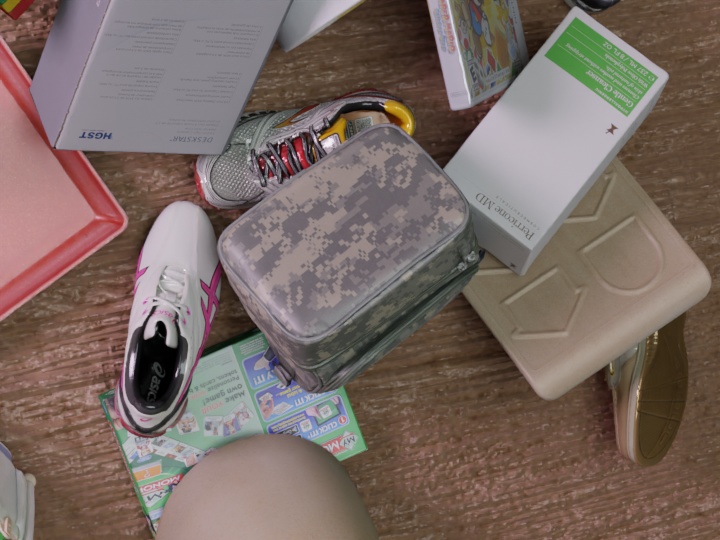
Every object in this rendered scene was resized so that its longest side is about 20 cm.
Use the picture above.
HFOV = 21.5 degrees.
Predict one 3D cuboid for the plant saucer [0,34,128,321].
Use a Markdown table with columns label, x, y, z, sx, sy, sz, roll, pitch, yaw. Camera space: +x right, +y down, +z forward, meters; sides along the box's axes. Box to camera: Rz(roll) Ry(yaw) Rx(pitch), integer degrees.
| label | x | y | z | sx | sy | sz | roll | pitch | yaw |
| --- | --- | --- | --- | --- | --- | --- | --- | --- | --- |
| plant saucer | -0.323 | -0.061 | 1.533 | 0.199 | 0.037 | 0.200 | -37 | 104 | -11 |

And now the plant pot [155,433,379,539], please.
| label | x | y | z | sx | sy | sz | roll | pitch | yaw |
| --- | --- | --- | --- | --- | --- | --- | --- | --- | --- |
| plant pot | -0.051 | 0.258 | 1.545 | 0.186 | 0.200 | 0.188 | -7 | 110 | -20 |

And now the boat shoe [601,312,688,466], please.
| label | x | y | z | sx | sy | sz | roll | pitch | yaw |
| --- | --- | --- | --- | --- | --- | --- | --- | --- | --- |
| boat shoe | 0.250 | 0.074 | 1.714 | 0.074 | 0.069 | 0.201 | 8 | 86 | -42 |

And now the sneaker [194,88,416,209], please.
| label | x | y | z | sx | sy | sz | roll | pitch | yaw |
| --- | --- | --- | --- | --- | --- | --- | --- | --- | --- |
| sneaker | -0.046 | -0.107 | 1.594 | 0.199 | 0.082 | 0.078 | -23 | 101 | -14 |

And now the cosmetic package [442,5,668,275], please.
| label | x | y | z | sx | sy | sz | roll | pitch | yaw |
| --- | --- | --- | --- | --- | --- | --- | --- | --- | --- |
| cosmetic package | 0.160 | -0.110 | 1.625 | 0.107 | 0.085 | 0.200 | 36 | 76 | 7 |

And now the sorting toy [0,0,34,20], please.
| label | x | y | z | sx | sy | sz | roll | pitch | yaw |
| --- | --- | --- | --- | --- | --- | --- | --- | --- | --- |
| sorting toy | -0.286 | -0.297 | 1.460 | 0.200 | 0.199 | 0.070 | -49 | 151 | -6 |

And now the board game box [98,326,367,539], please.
| label | x | y | z | sx | sy | sz | roll | pitch | yaw |
| --- | --- | --- | --- | --- | --- | --- | --- | --- | --- |
| board game box | -0.107 | 0.130 | 1.624 | 0.199 | 0.029 | 0.135 | -22 | 102 | -15 |

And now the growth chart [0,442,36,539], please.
| label | x | y | z | sx | sy | sz | roll | pitch | yaw |
| --- | --- | --- | --- | --- | --- | --- | --- | --- | --- |
| growth chart | -0.318 | 0.130 | 1.502 | 0.018 | 0.145 | 0.200 | -35 | 110 | 9 |

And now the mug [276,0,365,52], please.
| label | x | y | z | sx | sy | sz | roll | pitch | yaw |
| --- | --- | --- | --- | --- | --- | --- | --- | --- | --- |
| mug | -0.038 | -0.287 | 1.572 | 0.149 | 0.187 | 0.153 | -32 | 96 | 21 |

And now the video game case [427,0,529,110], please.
| label | x | y | z | sx | sy | sz | roll | pitch | yaw |
| --- | --- | --- | --- | --- | --- | --- | --- | --- | --- |
| video game case | 0.092 | -0.237 | 1.582 | 0.023 | 0.200 | 0.183 | -9 | 100 | 22 |

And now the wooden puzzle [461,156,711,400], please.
| label | x | y | z | sx | sy | sz | roll | pitch | yaw |
| --- | --- | --- | --- | --- | --- | --- | --- | --- | --- |
| wooden puzzle | 0.177 | -0.010 | 1.661 | 0.185 | 0.046 | 0.200 | -33 | 74 | -8 |

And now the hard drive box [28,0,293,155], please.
| label | x | y | z | sx | sy | sz | roll | pitch | yaw |
| --- | --- | --- | --- | --- | --- | --- | --- | --- | --- |
| hard drive box | -0.152 | -0.188 | 1.482 | 0.155 | 0.077 | 0.200 | 0 | 135 | -33 |

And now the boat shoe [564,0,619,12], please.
| label | x | y | z | sx | sy | sz | roll | pitch | yaw |
| --- | --- | --- | --- | --- | --- | --- | --- | --- | --- |
| boat shoe | 0.196 | -0.327 | 1.664 | 0.074 | 0.060 | 0.201 | -8 | 97 | -16 |

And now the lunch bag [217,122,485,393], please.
| label | x | y | z | sx | sy | sz | roll | pitch | yaw |
| --- | --- | --- | --- | --- | --- | --- | --- | --- | --- |
| lunch bag | 0.000 | 0.000 | 1.555 | 0.200 | 0.168 | 0.139 | -38 | 67 | -11 |

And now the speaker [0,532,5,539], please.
| label | x | y | z | sx | sy | sz | roll | pitch | yaw |
| --- | --- | --- | --- | --- | --- | --- | --- | --- | --- |
| speaker | -0.367 | 0.150 | 1.510 | 0.088 | 0.088 | 0.200 | -41 | 106 | -11 |

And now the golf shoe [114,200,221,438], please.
| label | x | y | z | sx | sy | sz | roll | pitch | yaw |
| --- | --- | --- | --- | --- | --- | --- | --- | --- | --- |
| golf shoe | -0.152 | 0.035 | 1.554 | 0.072 | 0.092 | 0.201 | 10 | 76 | -8 |
